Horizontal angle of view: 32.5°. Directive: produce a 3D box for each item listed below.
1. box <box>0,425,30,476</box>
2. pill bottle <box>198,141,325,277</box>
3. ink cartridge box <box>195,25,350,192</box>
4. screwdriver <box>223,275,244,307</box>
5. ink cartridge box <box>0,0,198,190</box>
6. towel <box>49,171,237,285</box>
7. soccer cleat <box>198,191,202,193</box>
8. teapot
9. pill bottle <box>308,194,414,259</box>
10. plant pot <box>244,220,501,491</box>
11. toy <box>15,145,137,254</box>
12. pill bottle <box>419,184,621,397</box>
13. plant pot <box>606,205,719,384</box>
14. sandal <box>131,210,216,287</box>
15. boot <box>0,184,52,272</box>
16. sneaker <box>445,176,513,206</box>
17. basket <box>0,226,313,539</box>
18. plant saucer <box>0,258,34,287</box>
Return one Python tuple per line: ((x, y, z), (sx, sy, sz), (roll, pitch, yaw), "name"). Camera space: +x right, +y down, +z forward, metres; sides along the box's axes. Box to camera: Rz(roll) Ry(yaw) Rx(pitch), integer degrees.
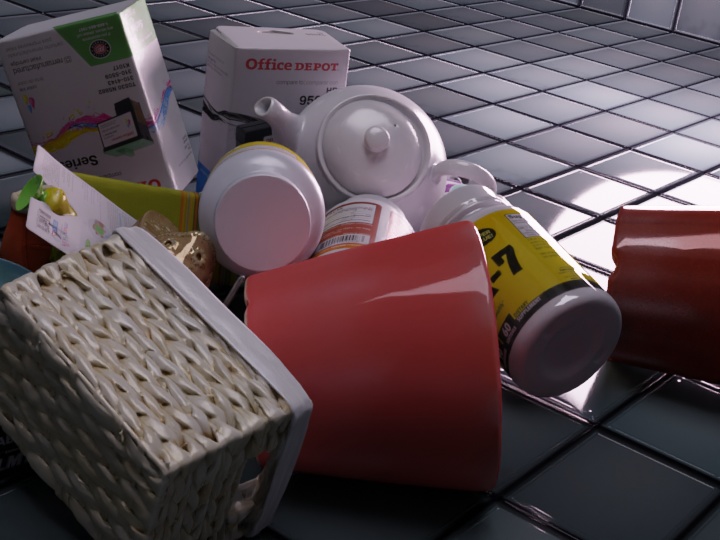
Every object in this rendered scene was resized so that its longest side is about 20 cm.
((-0.267, 0.078, 0.969), (0.197, 0.050, 0.199), (-11, 30, -41), "box")
((-0.088, -0.054, 1.101), (0.111, 0.113, 0.200), (6, 9, -6), "pill bottle")
((-0.101, -0.166, 1.399), (0.143, 0.202, 0.084), (-5, 25, -27), "ink cartridge box")
((-0.117, 0.039, 0.987), (0.029, 0.028, 0.200), (-23, -11, -18), "screwdriver")
((-0.273, -0.167, 1.298), (0.143, 0.202, 0.084), (-10, 22, 14), "ink cartridge box")
((-0.197, -0.037, 1.161), (0.199, 0.087, 0.018), (8, -5, -41), "towel")
((-0.159, -0.057, 1.269), (0.197, 0.087, 0.070), (9, 22, 1), "soccer cleat")
((0.012, -0.114, 1.300), (0.199, 0.199, 0.146), (-27, -8, -16), "teapot")
((0.000, 0.000, 1.162), (0.111, 0.113, 0.200), (9, 23, 2), "pill bottle")
((0.005, 0.069, 0.925), (0.175, 0.203, 0.201), (-4, 23, -1), "plant pot")
((-0.222, -0.010, 1.083), (0.200, 0.047, 0.116), (43, 23, -35), "toy")
((0.140, 0.013, 1.140), (0.113, 0.115, 0.200), (-5, 36, -29), "pill bottle")
((0.332, 0.022, 1.151), (0.193, 0.203, 0.201), (6, 21, 16), "plant pot")
((-0.154, -0.012, 1.028), (0.078, 0.070, 0.212), (41, 14, -24), "sandal")
((-0.242, -0.035, 1.166), (0.198, 0.108, 0.075), (-7, 25, -37), "boot")
((0.115, -0.085, 1.444), (0.198, 0.079, 0.140), (17, 25, 18), "sneaker")
((-0.149, 0.089, 0.824), (0.123, 0.136, 0.200), (-23, 55, -41), "basket")
((-0.341, 0.031, 0.957), (0.198, 0.028, 0.200), (7, 21, -3), "plant saucer")
